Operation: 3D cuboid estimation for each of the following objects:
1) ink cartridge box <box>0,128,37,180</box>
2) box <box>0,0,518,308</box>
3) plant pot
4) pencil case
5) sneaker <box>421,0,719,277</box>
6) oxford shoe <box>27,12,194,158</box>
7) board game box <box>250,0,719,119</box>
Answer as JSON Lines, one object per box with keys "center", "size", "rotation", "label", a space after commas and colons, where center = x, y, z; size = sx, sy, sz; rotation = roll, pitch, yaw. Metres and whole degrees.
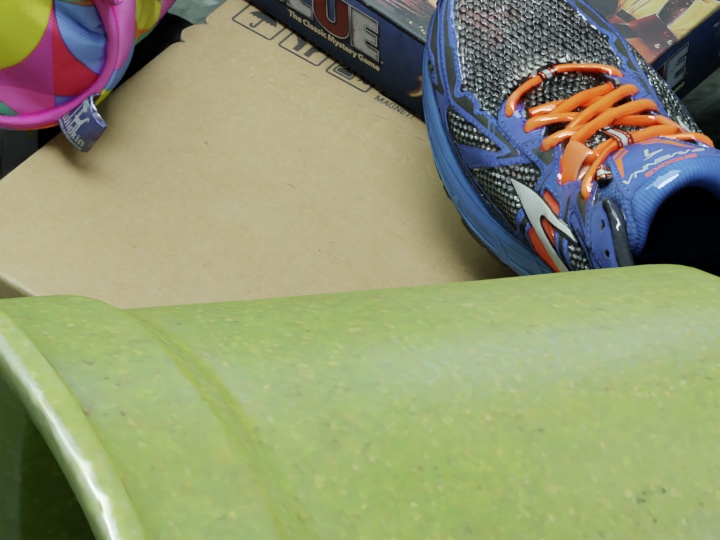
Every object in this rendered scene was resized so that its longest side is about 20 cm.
{"center": [-0.185, -0.048, 0.915], "size": [0.144, 0.201, 0.083], "rotation": [-4, -9, 25], "label": "ink cartridge box"}
{"center": [0.000, 0.000, 0.833], "size": [0.199, 0.021, 0.163], "rotation": [30, 46, 19], "label": "box"}
{"center": [0.005, 0.080, 0.600], "size": [0.183, 0.201, 0.200], "rotation": [-14, 22, -28], "label": "plant pot"}
{"center": [-0.076, -0.119, 0.882], "size": [0.088, 0.089, 0.200], "rotation": [-4, 31, 21], "label": "pencil case"}
{"center": [0.080, -0.016, 0.763], "size": [0.075, 0.079, 0.200], "rotation": [-25, 59, -16], "label": "sneaker"}
{"center": [-0.123, -0.036, 0.977], "size": [0.199, 0.073, 0.084], "rotation": [-21, -16, 26], "label": "oxford shoe"}
{"center": [0.076, -0.119, 0.912], "size": [0.135, 0.035, 0.200], "rotation": [35, 57, 25], "label": "board game box"}
